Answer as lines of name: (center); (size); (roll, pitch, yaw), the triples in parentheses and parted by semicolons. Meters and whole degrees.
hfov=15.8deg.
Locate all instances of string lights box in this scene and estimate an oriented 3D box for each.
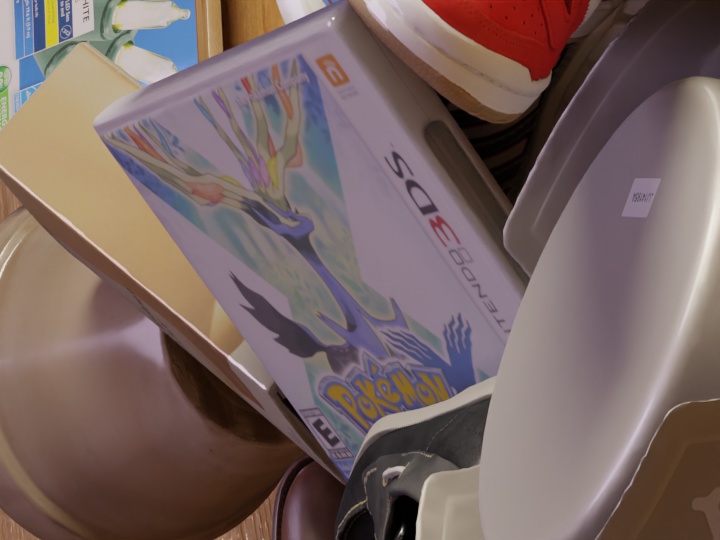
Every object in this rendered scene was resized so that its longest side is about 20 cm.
string lights box: (-0.095, -0.123, 1.297); (0.199, 0.059, 0.103); (-19, 64, 28)

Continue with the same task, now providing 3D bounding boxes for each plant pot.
plant pot: (-0.086, 0.040, 1.289); (0.173, 0.199, 0.201); (-15, 74, 59)

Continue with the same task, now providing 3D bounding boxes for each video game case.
video game case: (0.000, 0.000, 0.921); (0.183, 0.022, 0.200); (55, 154, -12)

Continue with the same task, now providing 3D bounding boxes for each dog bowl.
dog bowl: (0.082, 0.021, 0.704); (0.200, 0.058, 0.201); (-158, 90, -77)

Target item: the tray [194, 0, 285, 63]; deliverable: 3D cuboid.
tray: (-0.027, -0.154, 1.181); (0.037, 0.098, 0.201); (125, 143, -67)

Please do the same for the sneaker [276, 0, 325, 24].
sneaker: (0.007, -0.154, 1.111); (0.084, 0.073, 0.201); (-21, 82, 38)

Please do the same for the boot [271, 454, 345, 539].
boot: (0.021, 0.148, 1.055); (0.200, 0.064, 0.187); (127, 128, -73)

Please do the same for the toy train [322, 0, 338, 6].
toy train: (0.028, -0.184, 1.003); (0.114, 0.086, 0.201); (-123, 37, -50)

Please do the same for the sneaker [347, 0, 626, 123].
sneaker: (0.065, -0.108, 0.699); (0.112, 0.071, 0.200); (-43, 0, 23)

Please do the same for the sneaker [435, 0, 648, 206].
sneaker: (0.035, -0.072, 0.897); (0.200, 0.087, 0.074); (122, 153, -45)

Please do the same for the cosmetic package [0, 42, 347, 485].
cosmetic package: (-0.064, -0.004, 1.125); (0.200, 0.071, 0.105); (37, 171, 35)

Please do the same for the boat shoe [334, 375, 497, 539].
boat shoe: (0.024, 0.092, 0.910); (0.068, 0.072, 0.200); (-52, 3, -23)
